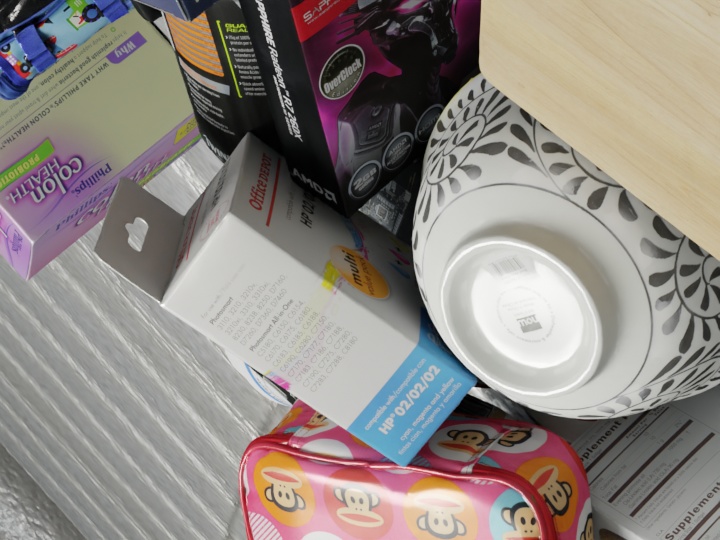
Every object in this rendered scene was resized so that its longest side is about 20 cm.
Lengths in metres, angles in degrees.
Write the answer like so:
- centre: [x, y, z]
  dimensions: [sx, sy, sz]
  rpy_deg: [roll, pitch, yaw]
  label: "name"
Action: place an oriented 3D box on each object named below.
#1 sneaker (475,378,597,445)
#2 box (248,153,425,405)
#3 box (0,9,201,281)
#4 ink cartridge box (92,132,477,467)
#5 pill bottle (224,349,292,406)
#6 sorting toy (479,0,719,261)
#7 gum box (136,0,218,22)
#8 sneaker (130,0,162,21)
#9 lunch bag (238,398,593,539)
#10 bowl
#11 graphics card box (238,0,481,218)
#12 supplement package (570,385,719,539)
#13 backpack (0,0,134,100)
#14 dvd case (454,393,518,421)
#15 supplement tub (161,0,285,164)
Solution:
- centre: [0.086, 0.016, 1.181]
  dimensions: [0.199, 0.078, 0.116]
  rpy_deg: [25, 137, 36]
  label: "sneaker"
- centre: [0.000, 0.000, 1.182]
  dimensions: [0.160, 0.043, 0.201]
  rpy_deg: [37, 124, 40]
  label: "box"
- centre: [-0.239, -0.131, 1.420]
  dimensions: [0.200, 0.176, 0.097]
  rpy_deg: [47, 160, 5]
  label: "box"
- centre: [-0.036, 0.002, 1.038]
  dimensions: [0.199, 0.068, 0.115]
  rpy_deg: [34, -159, -13]
  label: "ink cartridge box"
- centre: [-0.025, 0.043, 1.375]
  dimensions: [0.113, 0.112, 0.200]
  rpy_deg: [55, 160, -15]
  label: "pill bottle"
- centre: [0.146, -0.105, 0.814]
  dimensions: [0.200, 0.070, 0.199]
  rpy_deg: [40, 158, 22]
  label: "sorting toy"
- centre: [-0.057, -0.201, 0.879]
  dimensions: [0.170, 0.200, 0.045]
  rpy_deg: [27, 151, 47]
  label: "gum box"
- centre: [-0.128, -0.212, 1.132]
  dimensions: [0.200, 0.075, 0.088]
  rpy_deg: [63, -169, -72]
  label: "sneaker"
- centre: [0.034, 0.166, 1.097]
  dimensions: [0.199, 0.082, 0.177]
  rpy_deg: [7, 117, 29]
  label: "lunch bag"
- centre: [0.098, 0.002, 0.955]
  dimensions: [0.200, 0.094, 0.202]
  rpy_deg: [16, 126, 24]
  label: "bowl"
- centre: [0.003, -0.136, 0.978]
  dimensions: [0.051, 0.125, 0.201]
  rpy_deg: [34, 154, 32]
  label: "graphics card box"
- centre: [0.215, 0.156, 1.075]
  dimensions: [0.200, 0.109, 0.114]
  rpy_deg: [31, 153, 42]
  label: "supplement package"
- centre: [-0.255, -0.179, 1.283]
  dimensions: [0.135, 0.200, 0.183]
  rpy_deg: [53, -179, -13]
  label: "backpack"
- centre: [0.113, 0.119, 1.245]
  dimensions: [0.200, 0.016, 0.149]
  rpy_deg: [34, 174, -29]
  label: "dvd case"
- centre: [-0.049, -0.153, 1.061]
  dimensions: [0.122, 0.122, 0.201]
  rpy_deg: [36, 156, 31]
  label: "supplement tub"
